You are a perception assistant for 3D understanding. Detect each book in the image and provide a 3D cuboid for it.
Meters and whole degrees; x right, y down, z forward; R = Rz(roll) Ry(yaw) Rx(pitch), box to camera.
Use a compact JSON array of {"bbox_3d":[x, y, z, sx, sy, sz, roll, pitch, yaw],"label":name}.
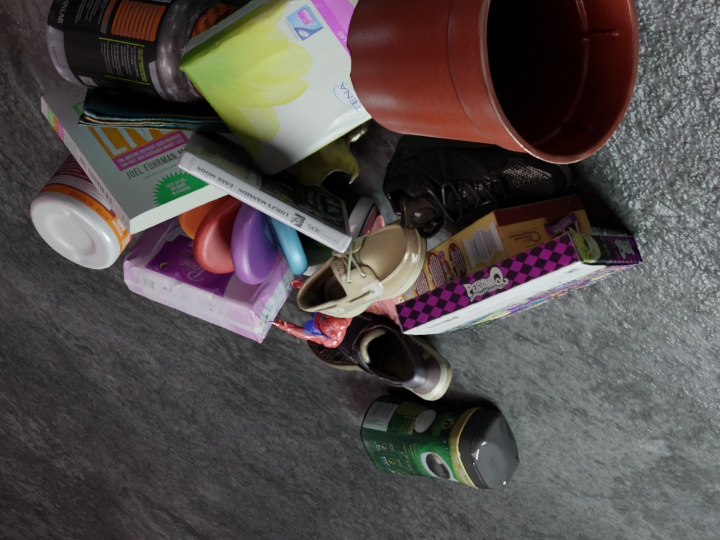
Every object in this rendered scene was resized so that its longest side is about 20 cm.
[{"bbox_3d":[-0.245,-0.138,1.609,0.200,0.133,0.048,50,150,25],"label":"book"}]

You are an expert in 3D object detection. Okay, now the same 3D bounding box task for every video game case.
[{"bbox_3d":[0.160,0.014,1.464,0.199,0.181,0.036,-24,78,28],"label":"video game case"},{"bbox_3d":[-0.095,-0.086,1.487,0.181,0.023,0.200,27,-170,-8],"label":"video game case"}]

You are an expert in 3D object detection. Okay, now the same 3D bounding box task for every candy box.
[{"bbox_3d":[0.136,-0.014,1.531,0.200,0.116,0.057,-35,71,55],"label":"candy box"}]

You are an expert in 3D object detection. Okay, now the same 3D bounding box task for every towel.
[{"bbox_3d":[-0.194,-0.168,1.550,0.199,0.147,0.022,2,105,-9],"label":"towel"}]

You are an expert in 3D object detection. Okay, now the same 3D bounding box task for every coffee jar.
[{"bbox_3d":[0.104,0.222,1.902,0.199,0.085,0.105,5,136,38],"label":"coffee jar"}]

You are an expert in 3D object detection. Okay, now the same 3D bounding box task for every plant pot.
[{"bbox_3d":[0.104,-0.195,1.278,0.195,0.201,0.201,6,139,48],"label":"plant pot"}]

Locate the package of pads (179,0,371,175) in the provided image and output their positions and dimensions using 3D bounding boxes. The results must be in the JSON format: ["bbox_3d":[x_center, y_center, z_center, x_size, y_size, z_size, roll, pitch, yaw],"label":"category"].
[{"bbox_3d":[-0.052,-0.199,1.424,0.199,0.068,0.155,-28,118,17],"label":"package of pads"}]

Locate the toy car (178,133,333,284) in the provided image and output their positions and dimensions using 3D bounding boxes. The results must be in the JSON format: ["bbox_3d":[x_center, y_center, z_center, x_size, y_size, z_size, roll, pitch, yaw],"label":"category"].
[{"bbox_3d":[-0.117,-0.055,1.667,0.199,0.150,0.175,13,142,27],"label":"toy car"}]

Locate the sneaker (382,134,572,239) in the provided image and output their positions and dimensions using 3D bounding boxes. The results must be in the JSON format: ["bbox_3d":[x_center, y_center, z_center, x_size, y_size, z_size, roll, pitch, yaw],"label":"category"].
[{"bbox_3d":[0.110,-0.079,1.480,0.199,0.114,0.076,8,140,25],"label":"sneaker"}]

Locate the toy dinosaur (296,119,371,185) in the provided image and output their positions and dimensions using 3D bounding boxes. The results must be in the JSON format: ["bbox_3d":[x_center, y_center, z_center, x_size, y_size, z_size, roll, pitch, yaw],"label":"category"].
[{"bbox_3d":[-0.028,-0.130,1.525,0.058,0.101,0.200,34,173,-36],"label":"toy dinosaur"}]

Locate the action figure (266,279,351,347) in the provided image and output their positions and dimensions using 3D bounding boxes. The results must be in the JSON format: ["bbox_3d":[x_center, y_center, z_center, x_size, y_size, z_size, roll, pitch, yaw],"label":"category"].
[{"bbox_3d":[-0.070,0.049,1.767,0.099,0.066,0.200,26,174,-17],"label":"action figure"}]

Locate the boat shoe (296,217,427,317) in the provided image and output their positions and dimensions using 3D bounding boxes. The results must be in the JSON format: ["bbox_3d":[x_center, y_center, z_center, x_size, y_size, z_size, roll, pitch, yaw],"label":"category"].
[{"bbox_3d":[0.000,0.000,1.577,0.065,0.072,0.200,0,159,-34],"label":"boat shoe"}]

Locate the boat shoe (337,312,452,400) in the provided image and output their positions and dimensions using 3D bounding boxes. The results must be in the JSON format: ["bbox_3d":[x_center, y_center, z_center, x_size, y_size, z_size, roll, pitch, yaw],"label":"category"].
[{"bbox_3d":[0.025,0.091,1.747,0.065,0.072,0.200,28,-177,-46],"label":"boat shoe"}]

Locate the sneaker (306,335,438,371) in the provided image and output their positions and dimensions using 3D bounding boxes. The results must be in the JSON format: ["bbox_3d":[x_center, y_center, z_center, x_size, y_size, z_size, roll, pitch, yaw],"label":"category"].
[{"bbox_3d":[0.019,0.107,1.840,0.199,0.071,0.075,15,166,41],"label":"sneaker"}]

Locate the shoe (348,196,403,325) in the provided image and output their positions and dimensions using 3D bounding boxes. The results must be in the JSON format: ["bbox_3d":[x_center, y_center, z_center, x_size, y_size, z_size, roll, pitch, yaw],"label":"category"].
[{"bbox_3d":[0.029,-0.007,1.686,0.091,0.072,0.200,23,151,12],"label":"shoe"}]

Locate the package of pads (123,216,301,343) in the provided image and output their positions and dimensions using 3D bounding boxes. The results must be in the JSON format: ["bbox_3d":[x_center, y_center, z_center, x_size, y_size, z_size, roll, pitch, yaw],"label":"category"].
[{"bbox_3d":[-0.181,0.001,1.821,0.199,0.121,0.076,20,145,18],"label":"package of pads"}]

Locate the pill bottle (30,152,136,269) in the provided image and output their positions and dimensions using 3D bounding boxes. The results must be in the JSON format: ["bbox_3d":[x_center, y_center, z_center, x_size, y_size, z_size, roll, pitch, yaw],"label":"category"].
[{"bbox_3d":[-0.278,-0.109,1.685,0.114,0.200,0.114,22,147,16],"label":"pill bottle"}]

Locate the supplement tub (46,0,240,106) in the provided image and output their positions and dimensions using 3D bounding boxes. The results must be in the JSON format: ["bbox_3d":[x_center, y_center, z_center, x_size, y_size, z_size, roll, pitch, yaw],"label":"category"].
[{"bbox_3d":[-0.217,-0.240,1.535,0.199,0.123,0.123,14,143,26],"label":"supplement tub"}]
